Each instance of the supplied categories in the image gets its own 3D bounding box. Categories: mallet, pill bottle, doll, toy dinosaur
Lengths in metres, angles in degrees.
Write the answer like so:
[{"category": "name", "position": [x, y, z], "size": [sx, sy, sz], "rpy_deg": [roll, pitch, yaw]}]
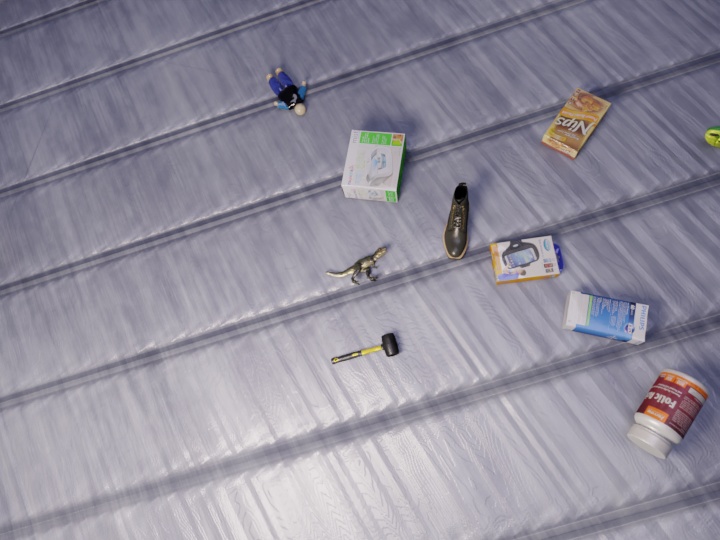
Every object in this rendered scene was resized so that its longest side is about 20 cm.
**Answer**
[{"category": "mallet", "position": [0.010, 0.227, 1.495], "size": [0.200, 0.041, 0.066], "rpy_deg": [-10, 72, 10]}, {"category": "pill bottle", "position": [0.762, 0.356, 1.288], "size": [0.114, 0.114, 0.200], "rpy_deg": [34, 80, 18]}, {"category": "doll", "position": [-0.248, -0.621, 1.803], "size": [0.136, 0.048, 0.200], "rpy_deg": [-32, 70, -1]}, {"category": "toy dinosaur", "position": [0.000, 0.000, 1.564], "size": [0.200, 0.047, 0.088], "rpy_deg": [-24, 56, 1]}]

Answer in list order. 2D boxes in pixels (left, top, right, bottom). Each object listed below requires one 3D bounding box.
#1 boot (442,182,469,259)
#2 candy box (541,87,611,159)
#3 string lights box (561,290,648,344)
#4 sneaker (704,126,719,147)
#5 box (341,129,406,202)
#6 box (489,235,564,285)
[{"category": "boot", "position": [0.282, -0.145, 1.515], "size": [0.077, 0.138, 0.200], "rpy_deg": [2, 73, 10]}, {"category": "candy box", "position": [0.665, -0.454, 1.598], "size": [0.115, 0.055, 0.200], "rpy_deg": [34, 80, 17]}, {"category": "string lights box", "position": [0.664, 0.128, 1.407], "size": [0.200, 0.059, 0.103], "rpy_deg": [12, 75, 13]}, {"category": "sneaker", "position": [1.100, -0.412, 1.508], "size": [0.200, 0.074, 0.084], "rpy_deg": [-5, 74, -2]}, {"category": "box", "position": [0.045, -0.330, 1.638], "size": [0.176, 0.097, 0.200], "rpy_deg": [8, 75, 9]}, {"category": "box", "position": [0.485, -0.031, 1.498], "size": [0.200, 0.041, 0.119], "rpy_deg": [-9, 71, 9]}]
